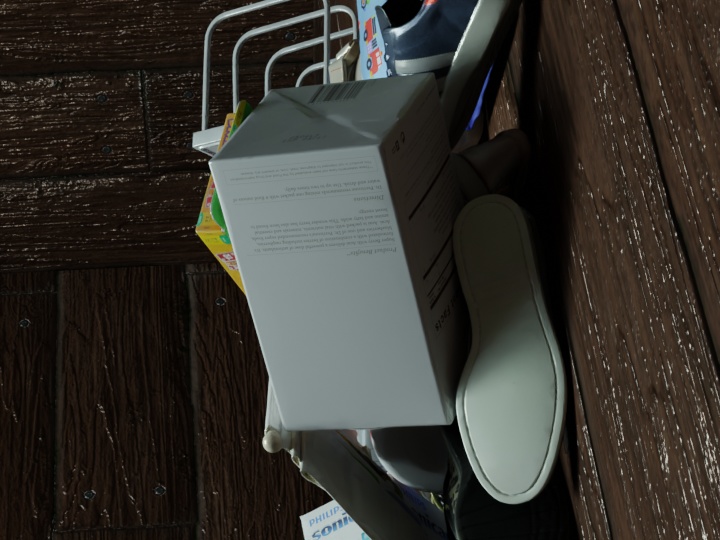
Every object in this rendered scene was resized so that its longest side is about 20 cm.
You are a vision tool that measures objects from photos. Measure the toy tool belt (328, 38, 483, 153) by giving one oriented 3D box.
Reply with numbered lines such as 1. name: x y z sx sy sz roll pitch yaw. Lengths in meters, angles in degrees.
1. toy tool belt: 0.031 -0.152 1.655 0.123 0.125 0.200 121 148 -67

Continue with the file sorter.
1. file sorter: -0.029 -0.147 1.771 0.200 0.139 0.125 23 -119 -53

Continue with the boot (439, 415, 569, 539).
1. boot: 0.098 0.191 1.367 0.204 0.073 0.154 -103 5 -54

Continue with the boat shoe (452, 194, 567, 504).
1. boat shoe: 0.101 0.053 1.316 0.062 0.073 0.200 32 -131 -65

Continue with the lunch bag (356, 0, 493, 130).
1. lunch bag: 0.066 -0.213 1.505 0.200 0.094 0.151 128 142 -65

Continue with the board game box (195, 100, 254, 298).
1. board game box: -0.057 -0.021 1.388 0.200 0.030 0.096 58 -143 -51

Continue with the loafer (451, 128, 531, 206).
1. loafer: 0.089 -0.049 1.451 0.072 0.063 0.200 53 172 9

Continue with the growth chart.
1. growth chart: 0.000 0.152 1.403 0.200 0.018 0.145 48 -166 -8

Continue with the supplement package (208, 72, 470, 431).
1. supplement package: -0.001 -0.010 1.331 0.120 0.121 0.200 -57 -41 -57

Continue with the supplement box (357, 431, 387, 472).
1. supplement box: 0.046 0.065 1.721 0.101 0.103 0.200 -99 6 -63

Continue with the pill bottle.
1. pill bottle: 0.054 0.071 1.547 0.200 0.112 0.112 -99 7 -62

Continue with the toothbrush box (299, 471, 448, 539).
1. toothbrush box: 0.043 0.269 1.489 0.146 0.085 0.200 40 -151 -46

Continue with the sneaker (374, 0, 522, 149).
1. sneaker: 0.040 -0.138 1.384 0.075 0.084 0.200 -47 -15 -57

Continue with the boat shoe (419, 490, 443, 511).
1. boat shoe: 0.079 0.171 1.613 0.201 0.061 0.072 -160 67 -85
